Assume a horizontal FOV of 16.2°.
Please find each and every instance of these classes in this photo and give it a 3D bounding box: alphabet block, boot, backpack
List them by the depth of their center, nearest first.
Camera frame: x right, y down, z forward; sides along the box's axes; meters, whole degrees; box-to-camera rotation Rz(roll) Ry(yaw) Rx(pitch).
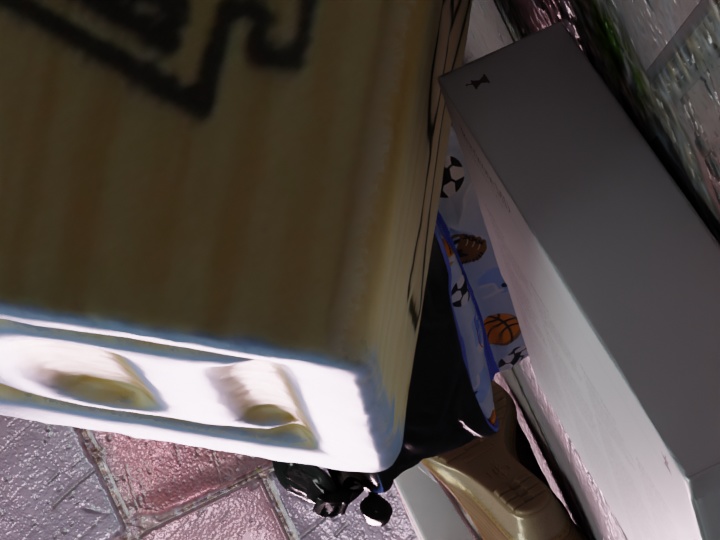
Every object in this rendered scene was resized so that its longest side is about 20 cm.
[{"bbox_3d":[-0.069,-0.057,0.859,0.195,0.195,0.201,83,-163,-75],"label":"alphabet block"},{"bbox_3d":[-0.006,-0.020,1.173,0.191,0.154,0.200,52,164,38],"label":"backpack"},{"bbox_3d":[0.098,0.171,1.622,0.200,0.072,0.167,54,167,57],"label":"boot"}]

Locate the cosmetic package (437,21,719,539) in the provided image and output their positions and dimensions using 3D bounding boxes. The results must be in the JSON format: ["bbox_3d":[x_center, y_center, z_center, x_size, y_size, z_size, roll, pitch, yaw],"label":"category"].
[{"bbox_3d":[0.096,0.038,0.796,0.200,0.052,0.151,62,177,47],"label":"cosmetic package"}]

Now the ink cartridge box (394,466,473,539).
[{"bbox_3d":[0.104,0.237,1.957,0.146,0.084,0.200,-119,5,-55],"label":"ink cartridge box"}]

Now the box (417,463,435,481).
[{"bbox_3d":[0.016,0.077,1.909,0.144,0.036,0.200,42,-169,-6],"label":"box"}]
